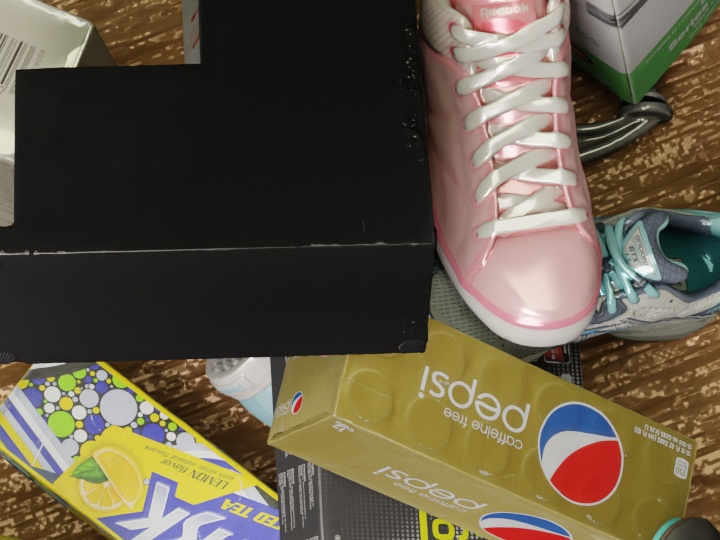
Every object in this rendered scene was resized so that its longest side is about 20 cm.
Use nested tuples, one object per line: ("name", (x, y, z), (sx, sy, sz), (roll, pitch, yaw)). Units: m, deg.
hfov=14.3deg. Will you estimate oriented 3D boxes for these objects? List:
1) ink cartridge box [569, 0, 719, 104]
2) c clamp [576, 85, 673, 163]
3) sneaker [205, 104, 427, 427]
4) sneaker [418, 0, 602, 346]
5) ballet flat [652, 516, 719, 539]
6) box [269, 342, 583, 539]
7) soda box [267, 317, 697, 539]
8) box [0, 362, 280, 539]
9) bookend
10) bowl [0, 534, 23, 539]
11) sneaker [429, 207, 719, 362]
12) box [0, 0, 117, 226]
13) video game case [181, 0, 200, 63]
("ink cartridge box", (0.098, -0.184, 1.405), (0.146, 0.200, 0.084), (40, 83, 18))
("c clamp", (0.123, -0.147, 1.506), (0.170, 0.027, 0.201), (4, 76, 6))
("sneaker", (0.000, 0.000, 1.470), (0.082, 0.074, 0.200), (44, 70, -26))
("sneaker", (0.067, -0.070, 1.340), (0.075, 0.105, 0.201), (-8, 62, -6))
("ballet flat", (0.164, 0.215, 1.355), (0.068, 0.068, 0.201), (23, 118, 41))
("box", (0.038, 0.111, 1.398), (0.160, 0.044, 0.201), (6, 73, -31))
("soda box", (0.059, 0.081, 1.355), (0.200, 0.064, 0.068), (24, 64, -24))
("box", (-0.090, 0.119, 1.439), (0.200, 0.064, 0.070), (36, 81, 13))
("bookend", (-0.072, -0.066, 1.291), (0.199, 0.092, 0.199), (-2, 57, -4))
("bowl", (-0.200, 0.197, 1.396), (0.200, 0.200, 0.108), (-22, 32, -1))
("sneaker", (0.110, -0.003, 1.396), (0.200, 0.086, 0.078), (-10, 78, -30))
("box", (-0.168, -0.072, 1.424), (0.095, 0.200, 0.078), (22, 79, 9))
("video game case", (-0.069, -0.094, 1.452), (0.017, 0.143, 0.201), (0, 75, -14))
